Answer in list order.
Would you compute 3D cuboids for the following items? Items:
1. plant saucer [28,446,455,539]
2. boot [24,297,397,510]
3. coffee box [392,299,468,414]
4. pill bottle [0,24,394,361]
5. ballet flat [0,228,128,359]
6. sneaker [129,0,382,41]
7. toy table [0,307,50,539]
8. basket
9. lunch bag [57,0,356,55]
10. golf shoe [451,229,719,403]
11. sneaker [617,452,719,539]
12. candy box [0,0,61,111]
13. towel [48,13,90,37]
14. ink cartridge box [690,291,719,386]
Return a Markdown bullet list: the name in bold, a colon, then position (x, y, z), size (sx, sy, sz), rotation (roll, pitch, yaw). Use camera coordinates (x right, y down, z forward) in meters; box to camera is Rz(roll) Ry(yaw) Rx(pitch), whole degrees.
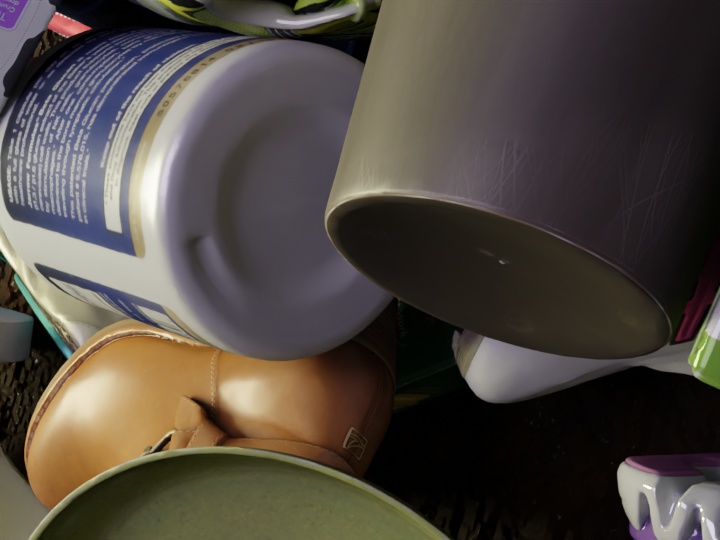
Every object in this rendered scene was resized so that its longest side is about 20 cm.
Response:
- **plant saucer**: position (-0.024, 0.142, 0.708), size (0.199, 0.031, 0.201), rotation (8, 115, 18)
- **boot**: position (-0.070, 0.088, 0.809), size (0.199, 0.077, 0.156), rotation (-22, 33, 28)
- **coffee box**: position (0.000, 0.000, 0.878), size (0.200, 0.044, 0.124), rotation (-26, 67, 38)
- **pill bottle**: position (-0.073, -0.036, 0.803), size (0.200, 0.111, 0.112), rotation (15, 92, 56)
- **ballet flat**: position (-0.146, -0.015, 1.016), size (0.200, 0.069, 0.070), rotation (43, 111, 38)
- **sneaker**: position (0.003, -0.113, 0.803), size (0.076, 0.199, 0.076), rotation (-130, 38, -59)
- **toy table**: position (-0.223, 0.070, 0.999), size (0.183, 0.200, 0.118), rotation (8, 89, 2)
- **basket**: position (0.074, -0.085, 0.670), size (0.180, 0.136, 0.201), rotation (-7, 58, 53)
- **lunch bag**: position (-0.043, -0.182, 0.899), size (0.136, 0.132, 0.201), rotation (30, 102, 61)
- **golf shoe**: position (0.123, 0.010, 0.726), size (0.199, 0.073, 0.093), rotation (-27, 79, 25)
- **sneaker**: position (0.161, 0.124, 0.686), size (0.200, 0.080, 0.089), rotation (18, 101, 49)
- **candy box**: position (-0.137, -0.167, 0.819), size (0.200, 0.071, 0.168), rotation (-55, 23, 31)
- **towel**: position (-0.093, -0.199, 1.022), size (0.144, 0.022, 0.201), rotation (26, 100, 44)
- **ink cartridge box**: position (0.205, -0.034, 0.622), size (0.147, 0.076, 0.201), rotation (24, 98, 13)
